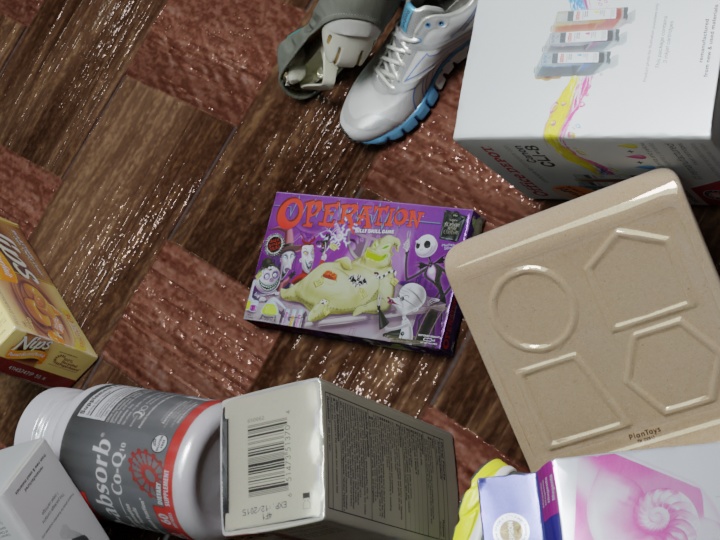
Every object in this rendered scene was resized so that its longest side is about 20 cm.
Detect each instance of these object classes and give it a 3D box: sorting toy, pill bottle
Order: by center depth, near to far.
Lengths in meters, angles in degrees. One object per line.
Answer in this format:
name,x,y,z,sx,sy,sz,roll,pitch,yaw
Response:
sorting toy,0.177,0.046,1.019,0.185,0.036,0.200,-21,93,24
pill bottle,-0.188,0.157,1.189,0.200,0.116,0.116,5,76,33

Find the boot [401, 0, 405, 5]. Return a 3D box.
boot,0.072,-0.314,1.168,0.211,0.158,0.080,-25,62,22

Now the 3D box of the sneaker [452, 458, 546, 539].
sneaker,0.101,0.238,1.010,0.085,0.074,0.200,9,81,28

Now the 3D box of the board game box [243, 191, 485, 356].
board game box,0.000,0.000,1.184,0.200,0.032,0.120,6,73,33

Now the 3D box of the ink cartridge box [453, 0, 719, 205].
ink cartridge box,0.194,-0.137,1.040,0.200,0.145,0.145,4,76,33

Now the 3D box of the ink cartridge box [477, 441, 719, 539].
ink cartridge box,0.185,0.220,0.947,0.200,0.043,0.197,-7,69,6

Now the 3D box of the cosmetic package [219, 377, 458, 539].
cosmetic package,-0.011,0.154,1.031,0.087,0.200,0.104,-15,65,28

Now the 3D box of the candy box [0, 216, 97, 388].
candy box,-0.341,0.018,1.331,0.055,0.115,0.200,-45,56,9

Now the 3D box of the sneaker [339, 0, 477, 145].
sneaker,0.046,-0.193,1.188,0.200,0.087,0.075,-47,58,11

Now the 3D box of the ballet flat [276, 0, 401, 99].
ballet flat,-0.017,-0.193,1.198,0.200,0.067,0.064,154,120,-64

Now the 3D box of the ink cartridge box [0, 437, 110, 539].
ink cartridge box,-0.281,0.254,1.165,0.144,0.200,0.084,-18,21,25
